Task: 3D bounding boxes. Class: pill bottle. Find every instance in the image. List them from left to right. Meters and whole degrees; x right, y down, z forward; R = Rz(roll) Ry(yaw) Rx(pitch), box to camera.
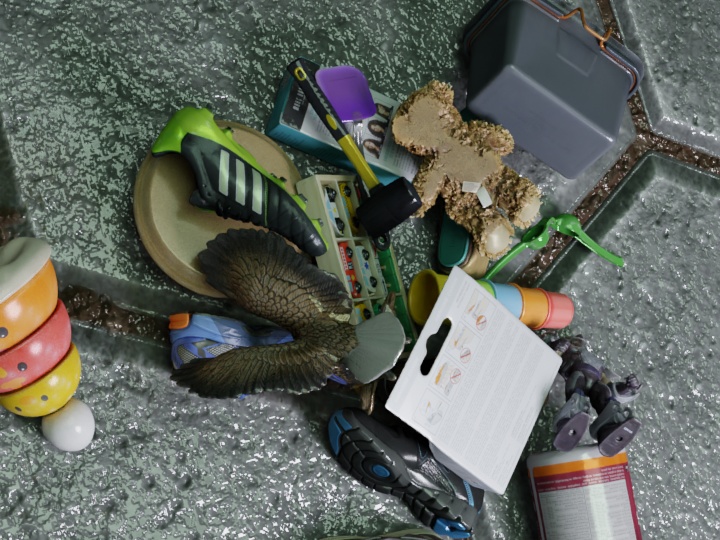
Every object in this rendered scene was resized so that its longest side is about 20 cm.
[{"bbox_3d":[0.247,0.289,1.457,0.109,0.109,0.202,-6,81,-25],"label":"pill bottle"}]

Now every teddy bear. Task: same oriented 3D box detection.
[{"bbox_3d":[0.108,-0.105,1.453,0.199,0.067,0.146,30,85,-13],"label":"teddy bear"}]

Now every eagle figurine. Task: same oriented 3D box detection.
[{"bbox_3d":[-0.064,0.063,1.281,0.199,0.152,0.152,21,114,-19],"label":"eagle figurine"}]

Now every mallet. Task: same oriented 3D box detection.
[{"bbox_3d":[-0.005,-0.135,1.395,0.066,0.041,0.201,-26,91,10],"label":"mallet"}]

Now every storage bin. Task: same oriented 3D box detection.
[{"bbox_3d":[0.214,-0.206,1.509,0.199,0.146,0.135,31,45,-17],"label":"storage bin"}]

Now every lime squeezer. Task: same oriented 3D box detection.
[{"bbox_3d":[0.215,-0.028,1.562,0.199,0.038,0.071,-9,113,-27],"label":"lime squeezer"}]

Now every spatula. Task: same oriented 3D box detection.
[{"bbox_3d":[0.002,-0.119,1.431,0.056,0.021,0.202,-14,92,-25],"label":"spatula"}]

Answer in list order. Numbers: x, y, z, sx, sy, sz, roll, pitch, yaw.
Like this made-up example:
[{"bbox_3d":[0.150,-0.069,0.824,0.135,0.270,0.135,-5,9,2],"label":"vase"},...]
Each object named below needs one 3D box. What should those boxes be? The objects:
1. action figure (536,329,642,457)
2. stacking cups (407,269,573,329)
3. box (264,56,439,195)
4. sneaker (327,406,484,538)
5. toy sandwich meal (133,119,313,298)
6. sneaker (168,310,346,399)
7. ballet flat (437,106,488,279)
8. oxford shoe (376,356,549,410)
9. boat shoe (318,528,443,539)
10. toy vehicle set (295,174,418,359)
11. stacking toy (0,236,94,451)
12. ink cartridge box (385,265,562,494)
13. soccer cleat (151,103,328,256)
[{"bbox_3d":[0.247,0.124,1.475,0.129,0.070,0.200,21,27,-9],"label":"action figure"},{"bbox_3d":[0.147,0.042,1.489,0.199,0.060,0.061,10,74,-34],"label":"stacking cups"},{"bbox_3d":[0.003,-0.150,1.477,0.199,0.049,0.083,23,70,-18],"label":"box"},{"bbox_3d":[0.049,0.196,1.418,0.200,0.073,0.082,41,55,-20],"label":"sneaker"},{"bbox_3d":[-0.138,-0.056,1.387,0.204,0.070,0.207,6,74,-20],"label":"toy sandwich meal"},{"bbox_3d":[-0.102,0.093,1.374,0.199,0.075,0.079,12,87,-16],"label":"sneaker"},{"bbox_3d":[0.123,-0.084,1.520,0.063,0.068,0.202,25,70,-47],"label":"ballet flat"},{"bbox_3d":[0.124,0.129,1.453,0.199,0.084,0.073,4,75,-25],"label":"oxford shoe"},{"bbox_3d":[0.007,0.301,1.371,0.199,0.065,0.073,-5,82,-24],"label":"boat shoe"},{"bbox_3d":[0.000,0.000,1.419,0.124,0.026,0.201,-7,80,-62],"label":"toy vehicle set"},{"bbox_3d":[-0.305,0.083,1.260,0.146,0.146,0.201,-41,112,-26],"label":"stacking toy"},{"bbox_3d":[0.106,0.110,1.364,0.200,0.047,0.161,39,71,-36],"label":"ink cartridge box"},{"bbox_3d":[-0.117,-0.074,1.332,0.200,0.068,0.081,43,82,-5],"label":"soccer cleat"}]
